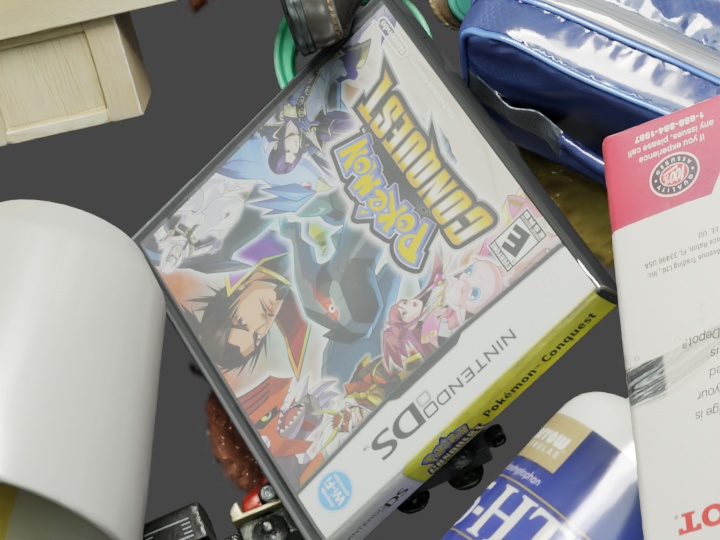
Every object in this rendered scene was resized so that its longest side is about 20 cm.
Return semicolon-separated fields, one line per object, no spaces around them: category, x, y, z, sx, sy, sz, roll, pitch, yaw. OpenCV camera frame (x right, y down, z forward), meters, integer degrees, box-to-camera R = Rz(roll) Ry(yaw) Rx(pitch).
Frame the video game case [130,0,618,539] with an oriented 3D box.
video game case;0.000;0.000;1.188;0.181;0.025;0.200;-44;57;15

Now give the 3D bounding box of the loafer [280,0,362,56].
loafer;-0.003;-0.175;1.231;0.072;0.073;0.200;-6;41;10

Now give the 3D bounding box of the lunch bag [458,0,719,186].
lunch bag;0.148;-0.091;1.191;0.200;0.136;0.133;25;78;13

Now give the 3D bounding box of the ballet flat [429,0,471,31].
ballet flat;0.077;-0.207;1.284;0.065;0.071;0.200;22;72;40

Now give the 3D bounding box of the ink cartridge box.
ink cartridge box;0.184;0.026;1.022;0.144;0.084;0.201;-20;59;30

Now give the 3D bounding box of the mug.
mug;-0.175;0.050;1.190;0.186;0.150;0.154;11;63;5

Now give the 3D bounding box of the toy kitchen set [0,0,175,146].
toy kitchen set;-0.123;-0.197;1.297;0.163;0.181;0.201;-11;111;7

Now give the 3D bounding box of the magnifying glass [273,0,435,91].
magnifying glass;0.025;-0.058;1.258;0.079;0.022;0.200;-30;72;-2

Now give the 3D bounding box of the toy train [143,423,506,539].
toy train;-0.028;0.108;1.209;0.199;0.034;0.046;-23;59;1

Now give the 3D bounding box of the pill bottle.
pill bottle;0.110;0.124;1.137;0.120;0.120;0.200;40;81;17
